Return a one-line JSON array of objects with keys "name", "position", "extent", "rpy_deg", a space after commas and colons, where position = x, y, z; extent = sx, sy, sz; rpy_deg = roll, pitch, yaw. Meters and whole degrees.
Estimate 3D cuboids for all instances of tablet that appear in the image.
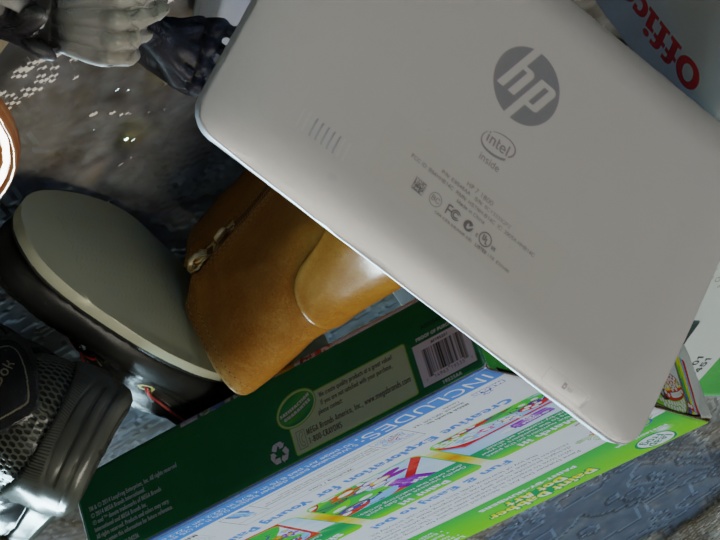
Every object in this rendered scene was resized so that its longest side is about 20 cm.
[{"name": "tablet", "position": [0.045, -0.045, 0.978], "extent": [0.200, 0.130, 0.014], "rpy_deg": [37, 153, -23]}]

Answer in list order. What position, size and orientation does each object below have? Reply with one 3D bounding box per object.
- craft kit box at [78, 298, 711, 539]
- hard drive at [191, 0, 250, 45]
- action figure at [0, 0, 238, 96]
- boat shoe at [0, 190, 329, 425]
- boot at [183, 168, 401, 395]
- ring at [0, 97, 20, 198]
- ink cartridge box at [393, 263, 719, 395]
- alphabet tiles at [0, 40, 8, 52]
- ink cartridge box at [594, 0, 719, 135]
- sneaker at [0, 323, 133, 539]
[{"name": "craft kit box", "position": [0.017, 0.075, 1.204], "extent": [0.200, 0.049, 0.197], "rpy_deg": [-28, 155, 25]}, {"name": "hard drive", "position": [0.017, -0.167, 1.028], "extent": [0.132, 0.026, 0.200], "rpy_deg": [-15, 145, -26]}, {"name": "action figure", "position": [-0.100, -0.119, 0.910], "extent": [0.102, 0.119, 0.200], "rpy_deg": [0, 171, 32]}, {"name": "boat shoe", "position": [-0.086, 0.026, 1.161], "extent": [0.063, 0.074, 0.201], "rpy_deg": [-32, 149, 20]}, {"name": "boot", "position": [-0.001, -0.001, 1.086], "extent": [0.071, 0.201, 0.144], "rpy_deg": [31, 110, -29]}, {"name": "ring", "position": [-0.205, -0.055, 0.895], "extent": [0.200, 0.019, 0.200], "rpy_deg": [6, 158, 2]}, {"name": "ink cartridge box", "position": [0.128, -0.019, 1.279], "extent": [0.200, 0.083, 0.147], "rpy_deg": [2, 134, -42]}, {"name": "alphabet tiles", "position": [-0.218, -0.066, 0.980], "extent": [0.200, 0.008, 0.167], "rpy_deg": [9, 130, -48]}, {"name": "ink cartridge box", "position": [0.177, -0.171, 1.050], "extent": [0.145, 0.145, 0.200], "rpy_deg": [-11, 144, -31]}, {"name": "sneaker", "position": [-0.160, 0.056, 1.147], "extent": [0.076, 0.114, 0.199], "rpy_deg": [-60, -176, -14]}]
